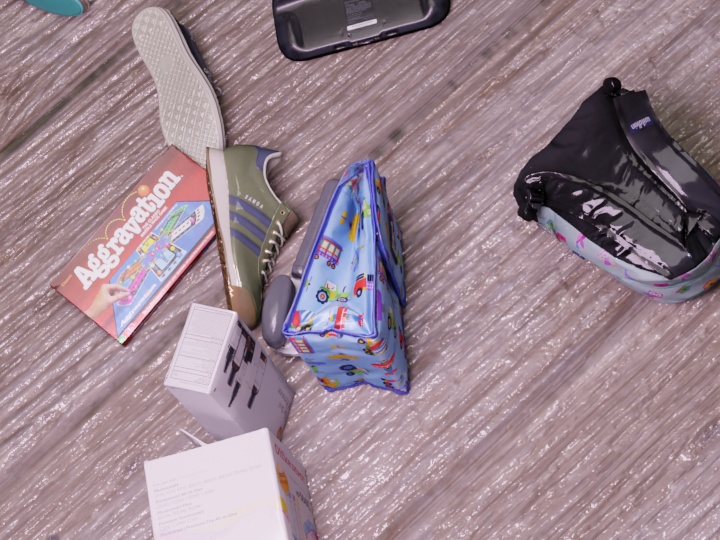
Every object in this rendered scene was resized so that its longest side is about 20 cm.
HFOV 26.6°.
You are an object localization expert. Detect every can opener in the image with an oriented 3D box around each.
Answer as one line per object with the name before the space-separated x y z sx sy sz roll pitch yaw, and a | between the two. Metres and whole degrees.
can opener | -0.048 -0.008 1.547 0.053 0.067 0.201 13 70 20

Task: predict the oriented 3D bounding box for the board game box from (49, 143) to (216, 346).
board game box | -0.225 -0.028 1.617 0.103 0.019 0.200 37 79 9

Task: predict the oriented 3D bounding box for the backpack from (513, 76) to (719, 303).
backpack | 0.267 -0.063 1.453 0.200 0.127 0.167 41 92 27

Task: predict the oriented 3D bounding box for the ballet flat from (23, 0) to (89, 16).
ballet flat | -0.402 -0.352 1.813 0.199 0.067 0.064 12 60 20

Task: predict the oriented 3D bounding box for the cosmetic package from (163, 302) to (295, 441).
cosmetic package | -0.118 0.111 1.433 0.050 0.200 0.083 12 69 19

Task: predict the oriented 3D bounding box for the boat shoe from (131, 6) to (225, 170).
boat shoe | -0.192 -0.198 1.682 0.074 0.062 0.201 -28 75 18

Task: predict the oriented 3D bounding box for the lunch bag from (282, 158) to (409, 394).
lunch bag | 0.000 0.000 1.482 0.094 0.151 0.201 1 66 16

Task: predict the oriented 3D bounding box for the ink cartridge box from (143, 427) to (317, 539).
ink cartridge box | -0.113 0.246 1.408 0.125 0.129 0.201 -16 62 7

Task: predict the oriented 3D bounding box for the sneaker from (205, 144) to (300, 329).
sneaker | -0.104 -0.040 1.577 0.089 0.067 0.201 -8 73 -9

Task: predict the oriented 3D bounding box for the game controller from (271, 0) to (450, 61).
game controller | -0.001 -0.298 1.696 0.199 0.042 0.105 -13 77 10
